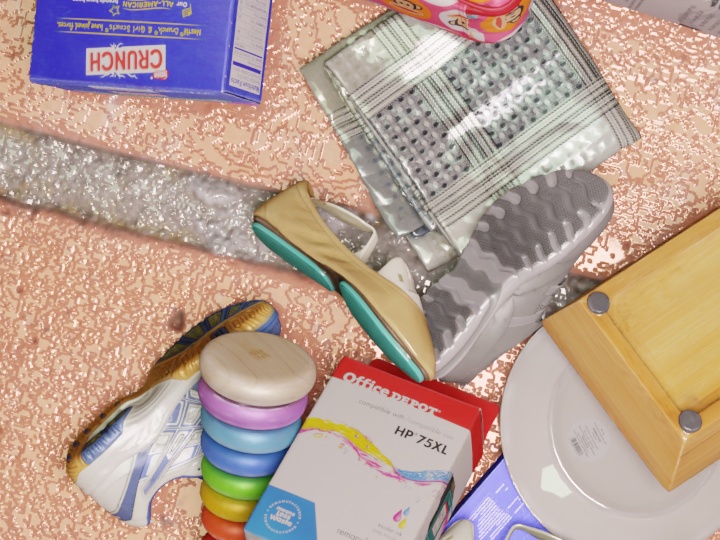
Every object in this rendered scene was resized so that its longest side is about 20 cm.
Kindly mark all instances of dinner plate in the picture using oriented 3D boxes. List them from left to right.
[{"bbox_3d":[0.203,0.116,1.452,0.198,0.024,0.202,1,79,-6],"label":"dinner plate"}]

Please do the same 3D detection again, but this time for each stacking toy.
[{"bbox_3d":[-0.088,0.149,1.432,0.085,0.085,0.201,12,116,3],"label":"stacking toy"}]

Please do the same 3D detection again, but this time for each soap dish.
[{"bbox_3d":[0.257,0.040,1.410,0.199,0.081,0.158,-32,71,-11],"label":"soap dish"}]

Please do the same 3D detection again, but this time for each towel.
[{"bbox_3d":[0.080,-0.124,1.475,0.199,0.035,0.193,-33,89,3],"label":"towel"}]

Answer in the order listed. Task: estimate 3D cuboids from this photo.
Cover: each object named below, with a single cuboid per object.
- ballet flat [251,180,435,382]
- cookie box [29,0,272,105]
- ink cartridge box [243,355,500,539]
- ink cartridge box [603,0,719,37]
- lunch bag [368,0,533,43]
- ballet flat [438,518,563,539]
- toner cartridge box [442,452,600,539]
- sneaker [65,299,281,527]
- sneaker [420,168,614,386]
[{"bbox_3d":[0.000,0.000,1.437,0.063,0.069,0.200,-42,63,-12],"label":"ballet flat"},{"bbox_3d":[-0.150,-0.229,1.441,0.170,0.075,0.202,7,89,23],"label":"cookie box"},{"bbox_3d":[0.013,0.142,1.405,0.115,0.067,0.201,19,58,18],"label":"ink cartridge box"},{"bbox_3d":[0.246,-0.227,1.413,0.199,0.144,0.084,19,91,2],"label":"ink cartridge box"},{"bbox_3d":[0.054,-0.278,1.447,0.199,0.082,0.177,19,79,9],"label":"lunch bag"},{"bbox_3d":[0.100,0.220,1.420,0.198,0.068,0.073,4,70,4],"label":"ballet flat"},{"bbox_3d":[0.080,0.242,1.469,0.095,0.043,0.200,41,92,1],"label":"toner cartridge box"},{"bbox_3d":[-0.127,0.108,1.475,0.200,0.075,0.088,-41,106,3],"label":"sneaker"},{"bbox_3d":[0.115,0.005,1.454,0.200,0.082,0.075,-44,51,12],"label":"sneaker"}]
